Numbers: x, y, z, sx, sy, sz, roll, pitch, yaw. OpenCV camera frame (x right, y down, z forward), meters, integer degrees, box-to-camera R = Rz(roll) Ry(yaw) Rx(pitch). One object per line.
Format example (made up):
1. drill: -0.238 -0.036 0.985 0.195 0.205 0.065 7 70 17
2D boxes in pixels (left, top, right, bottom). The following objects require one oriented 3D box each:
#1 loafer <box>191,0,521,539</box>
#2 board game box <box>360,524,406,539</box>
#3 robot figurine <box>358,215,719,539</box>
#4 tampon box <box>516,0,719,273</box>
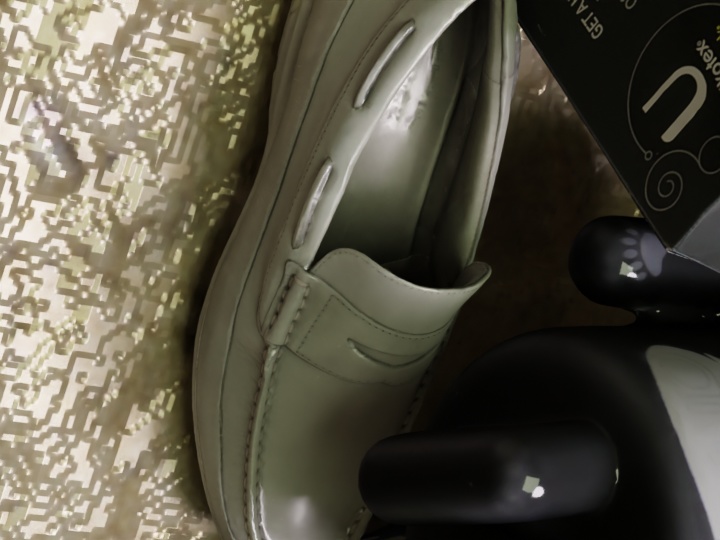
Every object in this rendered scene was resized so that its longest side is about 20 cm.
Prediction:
1. loafer: 0.000 0.000 0.756 0.070 0.070 0.201 -2 112 -33
2. board game box: 0.014 0.151 0.826 0.199 0.035 0.136 -20 97 -26
3. robot figurine: 0.092 0.077 0.773 0.199 0.125 0.151 0 124 -40
4. tampon box: 0.155 -0.102 0.724 0.126 0.150 0.200 23 119 -41
